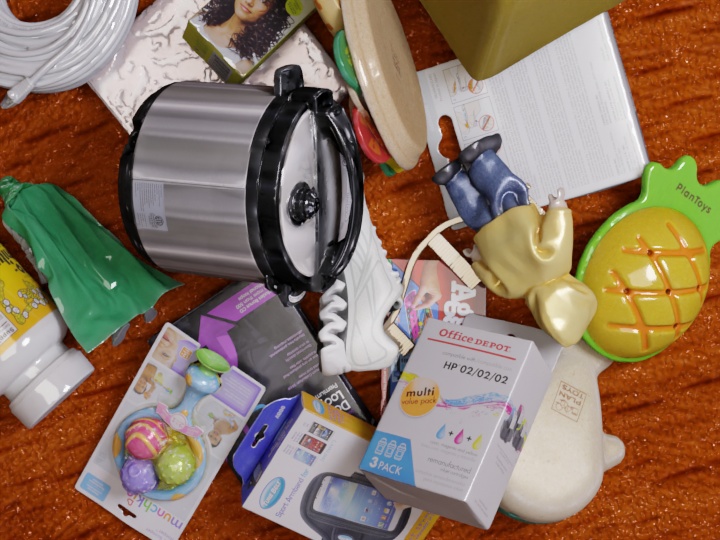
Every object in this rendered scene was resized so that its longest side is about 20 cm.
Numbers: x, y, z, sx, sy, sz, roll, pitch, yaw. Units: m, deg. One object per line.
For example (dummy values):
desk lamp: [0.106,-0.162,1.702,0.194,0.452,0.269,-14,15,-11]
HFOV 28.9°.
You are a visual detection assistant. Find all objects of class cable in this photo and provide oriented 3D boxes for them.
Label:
cable: [-0.300,-0.265,1.306,0.198,0.069,0.202,-26,83,3]

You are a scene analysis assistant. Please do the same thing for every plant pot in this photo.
plant pot: [0.141,-0.325,1.211,0.193,0.200,0.196,-31,77,-14]

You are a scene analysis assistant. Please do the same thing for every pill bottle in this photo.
pill bottle: [-0.347,0.047,1.309,0.113,0.113,0.200,-42,92,2]

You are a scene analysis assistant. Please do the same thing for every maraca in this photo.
maraca: [0.275,-0.009,1.312,0.136,0.107,0.201,31,90,-24]

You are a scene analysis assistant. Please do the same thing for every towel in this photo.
towel: [-0.137,-0.184,1.340,0.200,0.032,0.191,-40,93,2]

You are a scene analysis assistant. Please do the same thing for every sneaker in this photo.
sneaker: [0.000,0.000,1.314,0.080,0.075,0.202,1,75,0]

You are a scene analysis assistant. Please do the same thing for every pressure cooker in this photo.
pressure cooker: [-0.089,-0.073,1.222,0.198,0.176,0.180,6,61,24]

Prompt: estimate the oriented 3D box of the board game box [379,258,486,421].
board game box: [0.070,0.090,1.361,0.102,0.019,0.203,1,93,-1]

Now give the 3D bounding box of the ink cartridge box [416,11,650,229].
ink cartridge box: [0.164,-0.142,1.348,0.198,0.050,0.164,-16,93,18]

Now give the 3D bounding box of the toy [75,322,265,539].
toy: [-0.187,0.164,1.325,0.115,0.047,0.201,32,104,4]

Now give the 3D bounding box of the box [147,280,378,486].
box: [-0.092,0.111,1.345,0.142,0.036,0.201,-33,94,8]

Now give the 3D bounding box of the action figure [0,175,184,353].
action figure: [-0.276,-0.019,1.323,0.118,0.055,0.200,-34,73,-34]

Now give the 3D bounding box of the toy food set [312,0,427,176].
toy food set: [0.011,-0.181,1.259,0.048,0.200,0.200,-16,71,14]

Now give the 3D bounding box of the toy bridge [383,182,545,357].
toy bridge: [0.089,-0.011,1.330,0.067,0.027,0.200,45,95,4]

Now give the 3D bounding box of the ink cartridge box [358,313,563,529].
ink cartridge box: [0.095,0.117,1.261,0.114,0.068,0.201,11,64,33]

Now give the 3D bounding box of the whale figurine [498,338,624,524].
whale figurine: [0.177,0.144,1.337,0.158,0.104,0.202,26,69,-5]

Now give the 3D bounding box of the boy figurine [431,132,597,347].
boy figurine: [0.150,-0.027,1.265,0.124,0.064,0.201,-41,79,38]

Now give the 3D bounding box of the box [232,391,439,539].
box: [-0.019,0.199,1.318,0.199,0.042,0.120,27,107,-18]

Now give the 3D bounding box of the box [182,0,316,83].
box: [-0.070,-0.262,1.295,0.075,0.050,0.200,44,72,-5]
